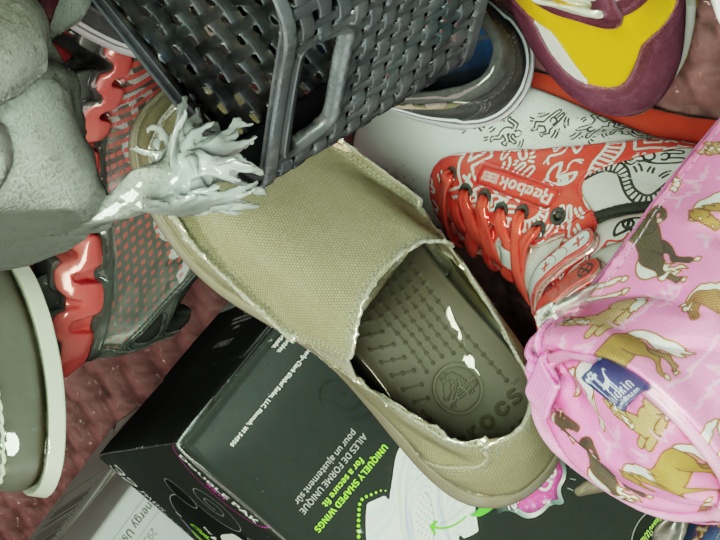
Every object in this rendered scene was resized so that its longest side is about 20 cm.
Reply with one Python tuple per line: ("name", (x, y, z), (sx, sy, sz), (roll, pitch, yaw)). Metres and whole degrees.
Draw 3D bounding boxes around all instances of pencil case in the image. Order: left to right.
("pencil case", (0.138, -0.012, 0.974), (0.083, 0.200, 0.087), (12, 145, 48))

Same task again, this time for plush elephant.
("plush elephant", (-0.138, -0.083, 0.935), (0.165, 0.200, 0.155), (127, 132, -68))

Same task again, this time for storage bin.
("storage bin", (-0.051, -0.145, 0.977), (0.200, 0.094, 0.135), (50, 159, 17))

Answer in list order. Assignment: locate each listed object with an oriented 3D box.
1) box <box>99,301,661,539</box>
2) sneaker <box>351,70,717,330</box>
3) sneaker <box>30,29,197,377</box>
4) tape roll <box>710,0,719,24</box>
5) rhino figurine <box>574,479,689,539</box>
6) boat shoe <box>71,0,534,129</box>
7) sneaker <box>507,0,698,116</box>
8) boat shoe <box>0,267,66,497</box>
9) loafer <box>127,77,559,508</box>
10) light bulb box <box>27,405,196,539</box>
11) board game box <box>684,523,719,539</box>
("box", (0.021, 0.091, 1.161), (0.200, 0.124, 0.149), (43, 165, -8))
("sneaker", (0.069, -0.014, 1.080), (0.201, 0.108, 0.067), (10, 133, 25))
("sneaker", (-0.093, -0.051, 1.176), (0.071, 0.098, 0.201), (39, 126, 50))
("tape roll", (0.189, -0.131, 0.842), (0.202, 0.071, 0.203), (-10, 152, -6))
("rhino figurine", (0.168, 0.056, 1.042), (0.087, 0.200, 0.060), (124, 129, -69))
("boat shoe", (-0.035, -0.098, 1.068), (0.200, 0.070, 0.066), (21, 180, 8))
("sneaker", (0.062, -0.123, 0.997), (0.075, 0.090, 0.200), (6, 131, 28))
("boat shoe", (-0.169, 0.003, 1.154), (0.072, 0.060, 0.202), (-54, 50, 46))
("loafer", (0.000, 0.000, 1.051), (0.200, 0.076, 0.068), (42, 165, 4))
("light bulb box", (-0.054, 0.176, 1.265), (0.200, 0.198, 0.125), (44, 141, -9))
("board game box", (0.200, 0.153, 1.129), (0.200, 0.136, 0.035), (49, 143, -17))
